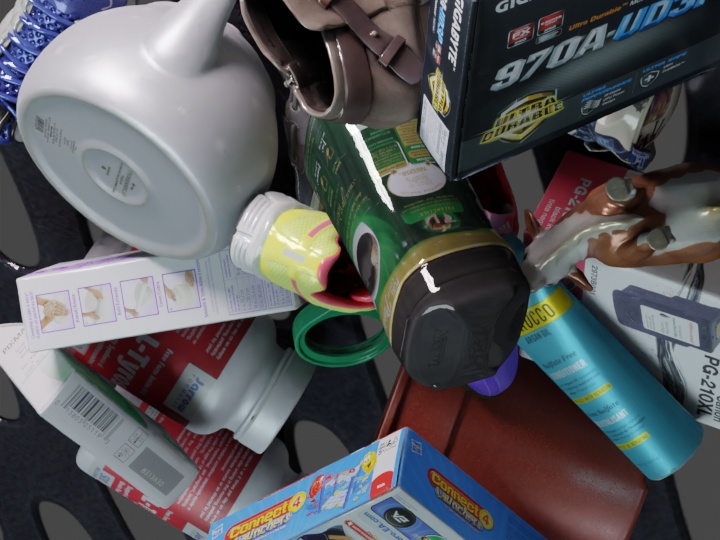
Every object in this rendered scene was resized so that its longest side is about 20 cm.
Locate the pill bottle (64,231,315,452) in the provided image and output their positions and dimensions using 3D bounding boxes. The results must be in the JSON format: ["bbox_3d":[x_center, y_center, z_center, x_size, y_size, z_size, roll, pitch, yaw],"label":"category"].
[{"bbox_3d":[-0.141,0.058,1.886,0.200,0.112,0.112,32,147,-3],"label":"pill bottle"}]

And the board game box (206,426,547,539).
[{"bbox_3d":[0.024,0.218,1.682,0.196,0.056,0.200,-28,125,34],"label":"board game box"}]

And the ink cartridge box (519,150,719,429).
[{"bbox_3d":[0.214,0.021,1.595,0.199,0.084,0.145,20,146,17],"label":"ink cartridge box"}]

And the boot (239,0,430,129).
[{"bbox_3d":[-0.017,-0.173,1.400,0.070,0.146,0.200,-45,72,39],"label":"boot"}]

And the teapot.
[{"bbox_3d":[-0.129,-0.112,1.634,0.200,0.146,0.198,4,139,44],"label":"teapot"}]

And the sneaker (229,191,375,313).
[{"bbox_3d":[0.000,0.000,1.629,0.090,0.078,0.200,26,-167,35],"label":"sneaker"}]

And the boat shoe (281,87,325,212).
[{"bbox_3d":[-0.021,-0.104,1.637,0.065,0.072,0.200,39,155,15],"label":"boat shoe"}]

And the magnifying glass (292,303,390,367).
[{"bbox_3d":[0.006,0.015,1.791,0.079,0.022,0.200,6,147,-19],"label":"magnifying glass"}]

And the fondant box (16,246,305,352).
[{"bbox_3d":[-0.138,0.011,1.739,0.199,0.144,0.058,-10,94,6],"label":"fondant box"}]

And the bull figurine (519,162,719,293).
[{"bbox_3d":[0.192,-0.032,1.479,0.121,0.199,0.065,146,110,-82],"label":"bull figurine"}]

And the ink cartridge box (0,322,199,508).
[{"bbox_3d":[-0.226,0.086,1.846,0.161,0.050,0.200,43,-179,-41],"label":"ink cartridge box"}]

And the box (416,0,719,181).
[{"bbox_3d":[0.130,-0.148,1.348,0.046,0.200,0.159,55,158,29],"label":"box"}]

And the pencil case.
[{"bbox_3d":[0.103,-0.130,1.488,0.199,0.078,0.090,21,122,13],"label":"pencil case"}]

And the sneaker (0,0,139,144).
[{"bbox_3d":[-0.232,-0.151,1.691,0.080,0.115,0.199,34,147,-7],"label":"sneaker"}]

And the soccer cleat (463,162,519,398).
[{"bbox_3d":[0.080,-0.009,1.614,0.073,0.068,0.201,-5,100,47],"label":"soccer cleat"}]

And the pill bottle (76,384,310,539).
[{"bbox_3d":[-0.135,0.171,2.043,0.200,0.112,0.112,31,147,0],"label":"pill bottle"}]

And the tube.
[{"bbox_3d":[0.146,0.055,1.583,0.200,0.050,0.077,45,137,-12],"label":"tube"}]

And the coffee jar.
[{"bbox_3d":[0.036,-0.026,1.511,0.104,0.085,0.200,99,152,-50],"label":"coffee jar"}]

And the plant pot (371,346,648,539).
[{"bbox_3d":[0.112,0.127,1.738,0.195,0.201,0.201,20,146,1],"label":"plant pot"}]
